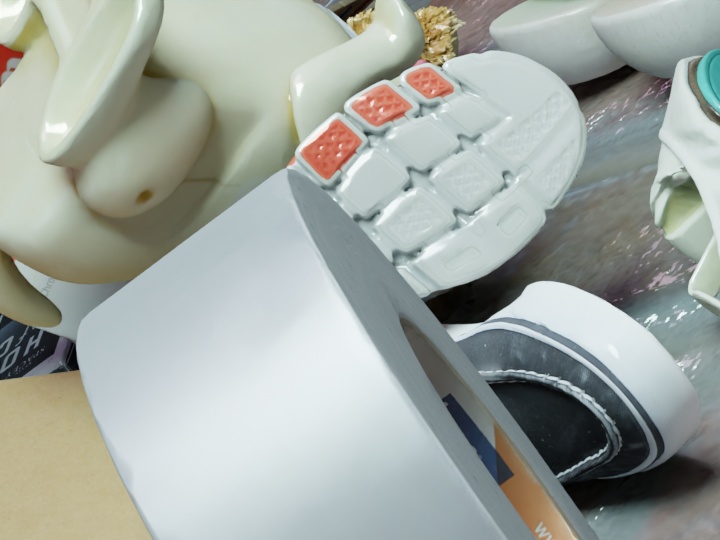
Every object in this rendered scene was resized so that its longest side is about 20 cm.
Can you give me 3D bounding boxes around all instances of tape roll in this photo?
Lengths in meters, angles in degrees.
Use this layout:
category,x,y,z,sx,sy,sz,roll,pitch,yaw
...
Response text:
category,x,y,z,sx,sy,sz,roll,pitch,yaw
tape roll,0.016,0.073,0.601,0.066,0.200,0.200,-37,18,6

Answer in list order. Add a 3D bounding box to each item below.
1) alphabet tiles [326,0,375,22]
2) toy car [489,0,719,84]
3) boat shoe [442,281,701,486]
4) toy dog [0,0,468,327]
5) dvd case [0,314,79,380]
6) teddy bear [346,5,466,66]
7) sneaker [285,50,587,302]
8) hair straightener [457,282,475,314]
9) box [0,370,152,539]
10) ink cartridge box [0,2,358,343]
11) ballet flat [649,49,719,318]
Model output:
category,x,y,z,sx,sy,sz,roll,pitch,yaw
alphabet tiles,-0.062,-0.093,1.326,0.166,0.006,0.200,-43,-3,31
toy car,0.123,-0.184,1.064,0.150,0.176,0.200,-29,13,-22
boat shoe,0.038,0.053,0.812,0.068,0.072,0.200,-44,16,-22
toy dog,-0.039,-0.043,0.930,0.140,0.199,0.195,48,120,57
dvd case,-0.173,0.040,1.181,0.150,0.025,0.200,-35,19,21
teddy bear,-0.030,-0.083,1.215,0.200,0.067,0.145,-31,5,-27
sneaker,-0.009,-0.005,0.866,0.200,0.077,0.082,-37,-1,-3
hair straightener,0.000,0.000,1.076,0.077,0.041,0.200,-44,24,-6
box,-0.110,0.092,0.923,0.199,0.021,0.164,-8,35,12
ink cartridge box,-0.105,-0.043,1.014,0.057,0.200,0.163,42,116,33
ballet flat,0.131,-0.022,0.839,0.069,0.070,0.200,-35,20,10
